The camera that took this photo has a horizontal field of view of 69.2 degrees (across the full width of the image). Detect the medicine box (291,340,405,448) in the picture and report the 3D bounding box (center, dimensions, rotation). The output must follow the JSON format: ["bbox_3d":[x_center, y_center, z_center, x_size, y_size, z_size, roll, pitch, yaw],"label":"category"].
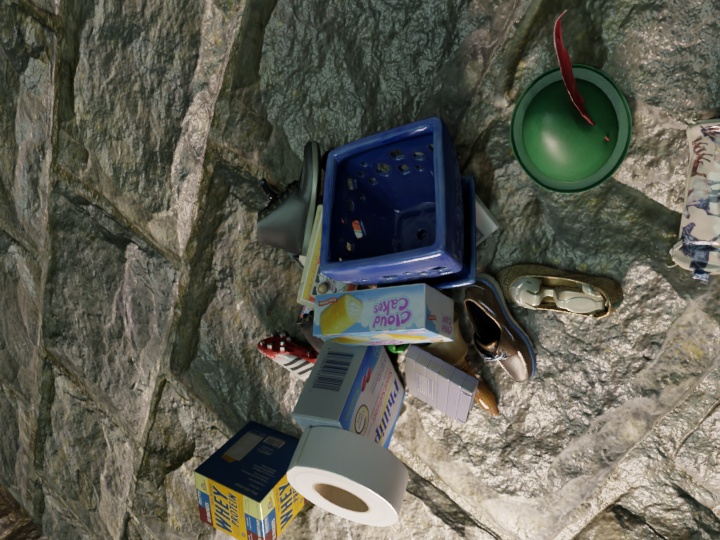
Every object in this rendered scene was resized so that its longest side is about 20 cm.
[{"bbox_3d":[-0.012,0.238,0.944,0.100,0.185,0.203,1,137,29],"label":"medicine box"}]

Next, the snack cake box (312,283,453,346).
[{"bbox_3d":[0.036,0.074,0.816,0.195,0.114,0.069,-8,70,31],"label":"snack cake box"}]

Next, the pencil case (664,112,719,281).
[{"bbox_3d":[0.443,-0.094,0.655,0.086,0.078,0.206,-2,108,10],"label":"pencil case"}]

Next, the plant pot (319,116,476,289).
[{"bbox_3d":[0.069,-0.074,0.774,0.195,0.179,0.206,-10,67,32],"label":"plant pot"}]

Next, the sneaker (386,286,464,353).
[{"bbox_3d":[0.115,0.066,0.883,0.077,0.086,0.200,28,116,-32],"label":"sneaker"}]

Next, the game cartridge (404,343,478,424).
[{"bbox_3d":[0.137,0.199,0.908,0.128,0.039,0.202,31,158,22],"label":"game cartridge"}]

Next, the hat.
[{"bbox_3d":[0.252,-0.183,0.676,0.164,0.175,0.203,-30,92,35],"label":"hat"}]

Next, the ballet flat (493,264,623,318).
[{"bbox_3d":[0.293,0.033,0.798,0.195,0.065,0.073,3,111,30],"label":"ballet flat"}]

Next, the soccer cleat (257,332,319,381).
[{"bbox_3d":[-0.139,0.191,1.115,0.195,0.068,0.088,7,115,27],"label":"soccer cleat"}]

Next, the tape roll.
[{"bbox_3d":[-0.022,0.341,0.861,0.197,0.072,0.205,16,141,13],"label":"tape roll"}]

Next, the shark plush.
[{"bbox_3d":[-0.146,-0.086,1.018,0.200,0.091,0.083,45,162,1],"label":"shark plush"}]

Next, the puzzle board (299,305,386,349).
[{"bbox_3d":[-0.029,0.102,1.046,0.198,0.017,0.153,35,121,16],"label":"puzzle board"}]

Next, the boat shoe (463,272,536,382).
[{"bbox_3d":[0.218,0.109,0.850,0.071,0.072,0.203,-20,106,49],"label":"boat shoe"}]

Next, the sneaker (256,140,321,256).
[{"bbox_3d":[-0.126,-0.127,0.912,0.103,0.075,0.206,9,108,-2],"label":"sneaker"}]

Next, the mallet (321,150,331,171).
[{"bbox_3d":[-0.031,-0.115,0.959,0.064,0.041,0.206,11,116,32],"label":"mallet"}]

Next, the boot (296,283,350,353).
[{"bbox_3d":[-0.063,0.069,1.001,0.172,0.069,0.203,-30,92,32],"label":"boot"}]

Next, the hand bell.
[{"bbox_3d":[0.186,0.176,0.918,0.103,0.105,0.202,-30,104,34],"label":"hand bell"}]

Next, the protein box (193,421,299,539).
[{"bbox_3d":[-0.237,0.484,1.196,0.193,0.199,0.139,10,113,27],"label":"protein box"}]

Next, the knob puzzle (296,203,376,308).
[{"bbox_3d":[0.000,0.000,0.905,0.212,0.031,0.227,0,103,0],"label":"knob puzzle"}]

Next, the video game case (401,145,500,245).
[{"bbox_3d":[0.108,-0.084,0.892,0.184,0.023,0.200,51,125,6],"label":"video game case"}]
